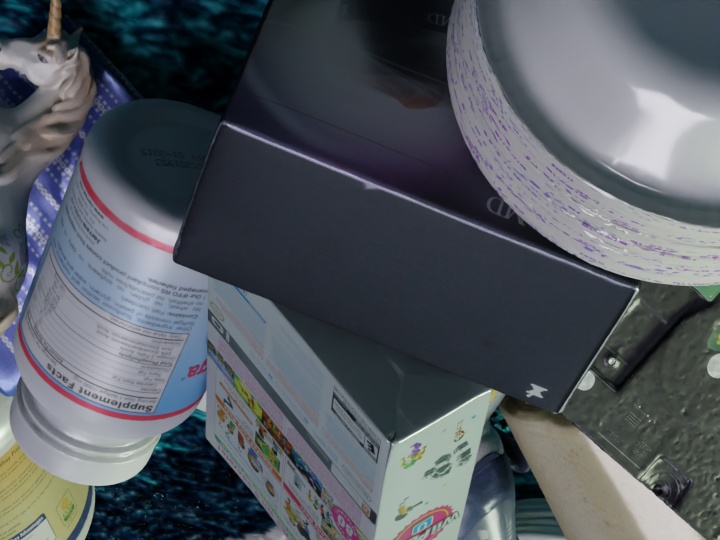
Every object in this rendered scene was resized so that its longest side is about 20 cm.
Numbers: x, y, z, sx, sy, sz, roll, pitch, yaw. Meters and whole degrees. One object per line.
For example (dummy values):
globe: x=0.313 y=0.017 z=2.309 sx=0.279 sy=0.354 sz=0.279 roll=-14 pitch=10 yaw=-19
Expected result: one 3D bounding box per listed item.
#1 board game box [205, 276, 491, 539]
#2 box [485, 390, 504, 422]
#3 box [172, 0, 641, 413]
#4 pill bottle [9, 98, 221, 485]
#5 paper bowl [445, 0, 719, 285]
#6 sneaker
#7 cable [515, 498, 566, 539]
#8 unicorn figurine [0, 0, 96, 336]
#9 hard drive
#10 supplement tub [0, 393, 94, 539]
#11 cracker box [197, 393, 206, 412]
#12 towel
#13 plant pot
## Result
board game box: x=-0.012 y=0.072 z=1.310 sx=0.148 sy=0.064 sz=0.200 roll=50 pitch=155 yaw=24
box: x=0.000 y=0.000 z=1.374 sx=0.200 sy=0.048 sz=0.158 roll=53 pitch=148 yaw=17
box: x=0.044 y=-0.072 z=1.213 sx=0.200 sy=0.199 sz=0.123 roll=21 pitch=146 yaw=-3
pill bottle: x=-0.119 y=0.016 z=1.371 sx=0.109 sy=0.109 sz=0.200 roll=23 pitch=127 yaw=-4
paper bowl: x=0.143 y=-0.103 z=1.111 sx=0.200 sy=0.201 sz=0.104 roll=21 pitch=153 yaw=-2
sneaker: x=0.016 y=0.110 z=1.603 sx=0.200 sy=0.080 sz=0.147 roll=13 pitch=124 yaw=50
cable: x=0.141 y=0.218 z=1.677 sx=0.200 sy=0.069 sz=0.200 roll=20 pitch=146 yaw=1
unicorn figurine: x=-0.205 y=-0.048 z=1.378 sx=0.137 sy=0.201 sz=0.074 roll=-5 pitch=170 yaw=16
hard drive: x=0.191 y=0.019 z=1.288 sx=0.140 sy=0.200 sz=0.038 roll=40 pitch=-175 yaw=-23
supplement tub: x=-0.259 y=0.105 z=1.654 sx=0.144 sy=0.145 sz=0.200 roll=7 pitch=144 yaw=19
cracker box: x=-0.128 y=0.009 z=1.533 sx=0.200 sy=0.058 sz=0.134 roll=22 pitch=145 yaw=-1
towel: x=-0.182 y=-0.030 z=1.443 sx=0.200 sy=0.024 sz=0.145 roll=-39 pitch=96 yaw=30
plant pot: x=0.173 y=0.101 z=1.415 sx=0.200 sy=0.201 sz=0.184 roll=-15 pitch=122 yaw=40
